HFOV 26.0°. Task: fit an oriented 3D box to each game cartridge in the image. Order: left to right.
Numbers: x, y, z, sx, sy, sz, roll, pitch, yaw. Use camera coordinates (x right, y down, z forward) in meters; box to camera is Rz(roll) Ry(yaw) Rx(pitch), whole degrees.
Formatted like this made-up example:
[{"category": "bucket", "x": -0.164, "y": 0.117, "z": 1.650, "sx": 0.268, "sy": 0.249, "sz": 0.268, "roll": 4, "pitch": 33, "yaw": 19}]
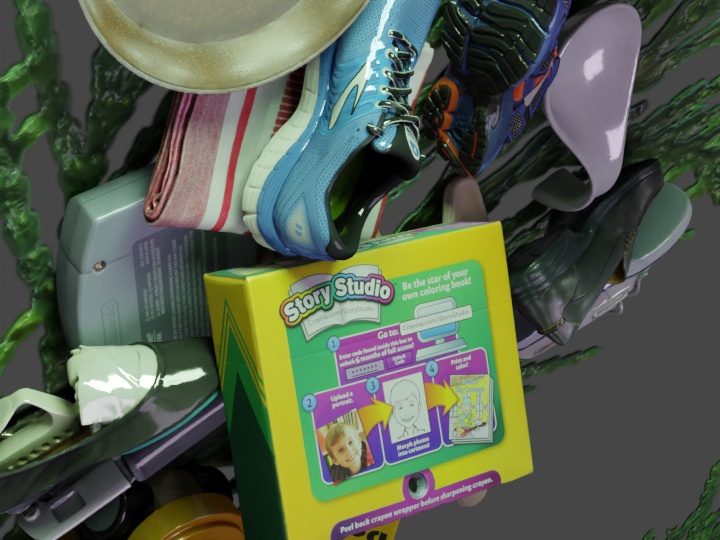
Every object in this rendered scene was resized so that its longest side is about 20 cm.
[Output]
[{"category": "game cartridge", "x": -0.129, "y": 0.008, "z": 1.004, "sx": 0.133, "sy": 0.040, "sz": 0.200, "roll": -29, "pitch": 146, "yaw": -26}]

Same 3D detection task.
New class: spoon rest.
[{"category": "spoon rest", "x": 0.166, "y": -0.114, "z": 1.143, "sx": 0.099, "sy": 0.061, "sz": 0.200, "roll": -37, "pitch": 150, "yaw": -23}]

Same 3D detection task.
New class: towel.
[{"category": "towel", "x": -0.037, "y": -0.087, "z": 0.955, "sx": 0.200, "sy": 0.023, "sz": 0.144, "roll": 5, "pitch": 106, "yaw": -50}]

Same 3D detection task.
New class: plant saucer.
[{"category": "plant saucer", "x": -0.065, "y": -0.188, "z": 0.812, "sx": 0.200, "sy": 0.032, "sz": 0.201, "roll": -22, "pitch": 133, "yaw": -25}]

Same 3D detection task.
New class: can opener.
[{"category": "can opener", "x": -0.159, "y": 0.112, "z": 1.079, "sx": 0.200, "sy": 0.053, "sz": 0.067, "roll": -36, "pitch": 149, "yaw": -11}]

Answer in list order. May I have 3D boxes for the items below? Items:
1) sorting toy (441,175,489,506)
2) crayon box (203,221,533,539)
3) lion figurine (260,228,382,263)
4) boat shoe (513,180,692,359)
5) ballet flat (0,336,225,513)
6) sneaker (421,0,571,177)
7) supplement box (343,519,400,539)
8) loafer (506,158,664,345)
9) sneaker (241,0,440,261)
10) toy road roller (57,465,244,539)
[{"category": "sorting toy", "x": 0.087, "y": 0.056, "z": 1.181, "sx": 0.036, "sy": 0.200, "sz": 0.185, "roll": 1, "pitch": 151, "yaw": 16}, {"category": "crayon box", "x": 0.010, "y": 0.069, "z": 0.998, "sx": 0.200, "sy": 0.058, "sz": 0.173, "roll": -12, "pitch": 97, "yaw": -34}, {"category": "lion figurine", "x": 0.000, "y": 0.000, "z": 1.093, "sx": 0.200, "sy": 0.072, "sz": 0.123, "roll": 64, "pitch": 40, "yaw": -50}, {"category": "boat shoe", "x": 0.200, "y": 0.008, "z": 1.318, "sx": 0.202, "sy": 0.075, "sz": 0.086, "roll": -41, "pitch": 148, "yaw": 4}, {"category": "ballet flat", "x": -0.177, "y": 0.091, "z": 0.971, "sx": 0.200, "sy": 0.068, "sz": 0.068, "roll": -31, "pitch": 136, "yaw": 7}, {"category": "sneaker", "x": 0.097, "y": -0.146, "z": 1.026, "sx": 0.078, "sy": 0.075, "sz": 0.200, "roll": -37, "pitch": 166, "yaw": -28}, {"category": "supplement box", "x": -0.017, "y": 0.156, "z": 1.191, "sx": 0.110, "sy": 0.109, "sz": 0.200, "roll": -71, "pitch": 176, "yaw": -48}, {"category": "loafer", "x": 0.183, "y": -0.019, "z": 1.229, "sx": 0.200, "sy": 0.072, "sz": 0.073, "roll": -41, "pitch": -167, "yaw": -32}, {"category": "sneaker", "x": 0.010, "y": -0.094, "z": 0.916, "sx": 0.078, "sy": 0.089, "sz": 0.200, "roll": 21, "pitch": 92, "yaw": -52}, {"category": "toy road roller", "x": -0.160, "y": 0.242, "z": 1.146, "sx": 0.123, "sy": 0.146, "sz": 0.200, "roll": 12, "pitch": 120, "yaw": -52}]
